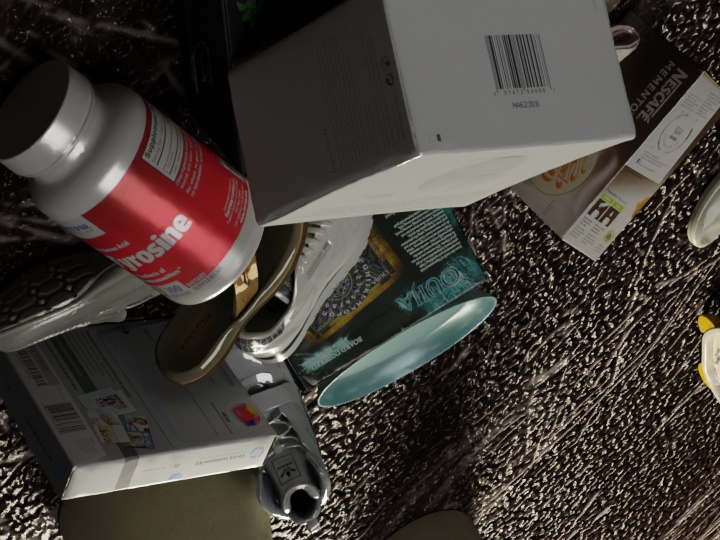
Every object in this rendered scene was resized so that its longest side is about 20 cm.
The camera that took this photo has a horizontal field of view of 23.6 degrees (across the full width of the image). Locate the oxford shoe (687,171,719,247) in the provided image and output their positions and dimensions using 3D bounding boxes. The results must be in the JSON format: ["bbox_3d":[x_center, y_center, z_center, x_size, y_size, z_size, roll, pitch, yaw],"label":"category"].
[{"bbox_3d":[0.439,-0.098,1.890,0.200,0.058,0.075,-45,146,6],"label":"oxford shoe"}]

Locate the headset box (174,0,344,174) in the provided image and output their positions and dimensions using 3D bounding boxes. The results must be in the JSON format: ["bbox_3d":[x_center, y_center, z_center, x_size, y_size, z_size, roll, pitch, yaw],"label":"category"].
[{"bbox_3d":[-0.046,-0.192,1.313,0.199,0.093,0.175,-25,140,-21],"label":"headset box"}]

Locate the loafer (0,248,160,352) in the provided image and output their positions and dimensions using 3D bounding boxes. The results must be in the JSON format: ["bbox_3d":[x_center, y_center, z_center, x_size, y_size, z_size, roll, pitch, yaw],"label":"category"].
[{"bbox_3d":[-0.212,0.018,1.394,0.199,0.070,0.070,-27,133,-21],"label":"loafer"}]

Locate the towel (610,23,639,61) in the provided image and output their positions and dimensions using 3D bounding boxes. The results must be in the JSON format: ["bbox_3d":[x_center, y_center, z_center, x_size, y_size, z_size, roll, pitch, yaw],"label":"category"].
[{"bbox_3d":[0.127,-0.145,1.486,0.200,0.032,0.190,-37,167,32],"label":"towel"}]

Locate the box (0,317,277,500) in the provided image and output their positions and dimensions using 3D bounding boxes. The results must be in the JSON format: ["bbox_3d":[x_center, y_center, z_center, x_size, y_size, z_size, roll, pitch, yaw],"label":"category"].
[{"bbox_3d":[-0.191,0.109,1.434,0.199,0.156,0.041,-6,134,-40],"label":"box"}]

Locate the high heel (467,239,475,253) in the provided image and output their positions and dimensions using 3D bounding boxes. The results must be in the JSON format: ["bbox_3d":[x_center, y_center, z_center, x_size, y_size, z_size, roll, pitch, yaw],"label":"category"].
[{"bbox_3d":[0.016,0.022,1.626,0.199,0.068,0.096,-14,147,-25],"label":"high heel"}]

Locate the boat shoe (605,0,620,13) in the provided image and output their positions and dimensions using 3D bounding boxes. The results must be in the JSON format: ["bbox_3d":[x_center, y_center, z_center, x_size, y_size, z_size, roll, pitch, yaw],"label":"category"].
[{"bbox_3d":[0.128,-0.210,1.476,0.199,0.074,0.074,-32,172,16],"label":"boat shoe"}]

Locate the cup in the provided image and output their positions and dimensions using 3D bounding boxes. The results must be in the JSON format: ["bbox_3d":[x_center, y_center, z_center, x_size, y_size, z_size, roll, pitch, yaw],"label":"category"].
[{"bbox_3d":[-0.162,0.246,1.612,0.199,0.143,0.201,-24,140,-22],"label":"cup"}]

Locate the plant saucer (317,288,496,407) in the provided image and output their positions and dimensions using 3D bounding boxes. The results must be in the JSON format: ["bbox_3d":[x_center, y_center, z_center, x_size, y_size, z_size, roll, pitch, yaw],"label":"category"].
[{"bbox_3d":[0.040,0.069,1.663,0.199,0.028,0.200,-28,166,-8],"label":"plant saucer"}]

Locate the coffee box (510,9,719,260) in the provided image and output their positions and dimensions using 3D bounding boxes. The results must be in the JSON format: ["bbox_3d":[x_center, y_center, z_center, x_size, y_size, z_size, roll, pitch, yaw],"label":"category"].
[{"bbox_3d":[0.238,-0.127,1.625,0.200,0.114,0.080,-49,143,11],"label":"coffee box"}]

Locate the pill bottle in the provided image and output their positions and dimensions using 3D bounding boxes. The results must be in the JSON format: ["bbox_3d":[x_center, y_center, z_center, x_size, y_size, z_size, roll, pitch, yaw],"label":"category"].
[{"bbox_3d":[-0.173,-0.067,1.286,0.112,0.112,0.200,-47,128,8],"label":"pill bottle"}]

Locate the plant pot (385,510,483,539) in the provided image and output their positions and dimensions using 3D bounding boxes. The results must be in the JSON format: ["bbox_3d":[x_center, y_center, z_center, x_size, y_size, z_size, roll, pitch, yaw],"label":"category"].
[{"bbox_3d":[0.112,0.415,1.990,0.186,0.200,0.188,-25,142,-22],"label":"plant pot"}]

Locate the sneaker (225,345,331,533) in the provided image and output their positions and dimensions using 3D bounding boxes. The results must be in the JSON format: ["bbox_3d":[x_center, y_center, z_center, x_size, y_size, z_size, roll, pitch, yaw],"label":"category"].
[{"bbox_3d":[-0.077,0.143,1.563,0.075,0.115,0.201,-21,118,-2],"label":"sneaker"}]

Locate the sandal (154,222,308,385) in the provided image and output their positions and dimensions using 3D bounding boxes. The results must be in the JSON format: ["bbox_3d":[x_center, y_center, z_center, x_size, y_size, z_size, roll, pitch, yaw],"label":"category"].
[{"bbox_3d":[-0.110,0.002,1.399,0.201,0.080,0.054,-56,142,1],"label":"sandal"}]

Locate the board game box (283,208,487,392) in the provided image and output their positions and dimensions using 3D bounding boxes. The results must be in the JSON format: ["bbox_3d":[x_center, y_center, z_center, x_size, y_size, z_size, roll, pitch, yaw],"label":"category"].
[{"bbox_3d":[0.000,0.000,1.538,0.199,0.028,0.136,-30,100,-14],"label":"board game box"}]

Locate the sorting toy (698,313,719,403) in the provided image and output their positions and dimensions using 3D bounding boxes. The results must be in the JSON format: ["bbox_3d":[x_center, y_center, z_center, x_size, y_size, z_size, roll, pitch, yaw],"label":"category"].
[{"bbox_3d":[0.508,0.071,2.101,0.180,0.107,0.201,-37,144,-19],"label":"sorting toy"}]

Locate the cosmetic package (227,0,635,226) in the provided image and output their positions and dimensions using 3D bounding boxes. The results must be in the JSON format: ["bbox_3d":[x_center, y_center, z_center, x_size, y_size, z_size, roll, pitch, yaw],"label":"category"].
[{"bbox_3d":[0.046,-0.118,1.214,0.198,0.124,0.199,-7,171,-37],"label":"cosmetic package"}]

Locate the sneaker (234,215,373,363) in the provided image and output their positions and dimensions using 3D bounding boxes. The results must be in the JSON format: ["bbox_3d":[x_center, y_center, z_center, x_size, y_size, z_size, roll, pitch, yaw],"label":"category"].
[{"bbox_3d":[-0.048,-0.017,1.456,0.201,0.076,0.081,-66,164,-8],"label":"sneaker"}]
